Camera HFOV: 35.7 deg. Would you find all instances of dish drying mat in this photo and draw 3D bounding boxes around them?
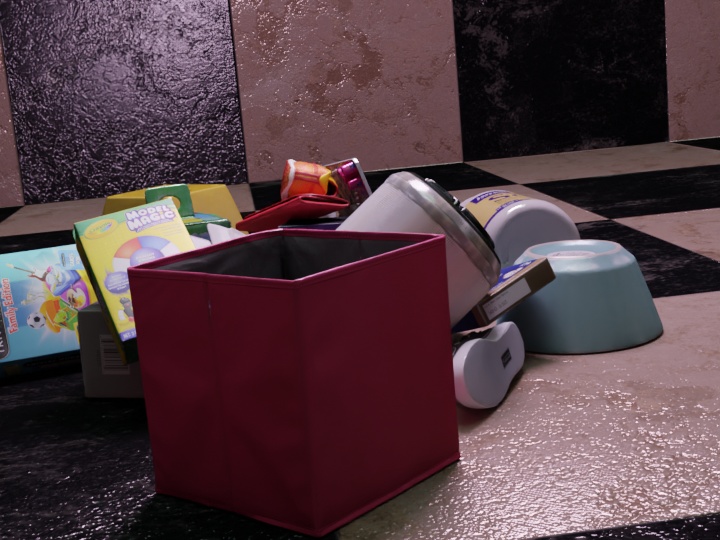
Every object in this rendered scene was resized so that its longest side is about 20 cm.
[{"bbox_3d":[-0.097,-0.078,1.530,0.077,0.018,0.200,5,-11,-30],"label":"dish drying mat"}]

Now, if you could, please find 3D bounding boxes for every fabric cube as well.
[{"bbox_3d":[-0.052,0.079,0.945,0.200,0.200,0.196,4,15,39],"label":"fabric cube"}]

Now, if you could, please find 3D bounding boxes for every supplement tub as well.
[{"bbox_3d":[0.207,-0.036,1.565,0.145,0.146,0.200,-7,11,-13],"label":"supplement tub"}]

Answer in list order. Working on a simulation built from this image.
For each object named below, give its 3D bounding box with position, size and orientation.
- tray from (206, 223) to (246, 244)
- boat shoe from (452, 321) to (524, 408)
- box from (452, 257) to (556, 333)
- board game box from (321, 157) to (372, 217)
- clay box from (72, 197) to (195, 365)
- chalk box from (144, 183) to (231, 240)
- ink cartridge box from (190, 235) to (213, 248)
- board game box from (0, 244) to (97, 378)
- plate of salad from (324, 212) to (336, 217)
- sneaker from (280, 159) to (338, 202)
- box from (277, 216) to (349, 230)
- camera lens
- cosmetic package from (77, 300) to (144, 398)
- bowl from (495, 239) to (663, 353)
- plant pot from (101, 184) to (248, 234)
[{"bbox_3d":[-0.117,0.012,1.317,0.107,0.022,0.200,28,21,-33],"label":"tray"},{"bbox_3d":[0.112,0.096,1.144,0.066,0.070,0.200,-14,8,24],"label":"boat shoe"},{"bbox_3d":[0.119,0.040,1.302,0.121,0.032,0.200,-31,5,-33],"label":"box"},{"bbox_3d":[-0.003,-0.059,1.606,0.026,0.200,0.200,-25,8,-13],"label":"board game box"},{"bbox_3d":[-0.234,-0.002,1.212,0.115,0.048,0.200,-17,56,-20],"label":"clay box"},{"bbox_3d":[-0.245,-0.013,1.505,0.125,0.200,0.124,-11,12,-26],"label":"chalk box"},{"bbox_3d":[-0.158,0.042,1.283,0.109,0.050,0.200,16,30,-51],"label":"ink cartridge box"},{"bbox_3d":[-0.393,0.047,1.404,0.200,0.151,0.047,-9,-27,-21],"label":"board game box"},{"bbox_3d":[-0.113,-0.023,1.624,0.200,0.048,0.200,-39,24,21],"label":"plate of salad"},{"bbox_3d":[-0.071,-0.107,1.569,0.077,0.073,0.200,13,-1,-2],"label":"sneaker"},{"bbox_3d":[0.000,0.000,1.482,0.200,0.141,0.079,-4,10,9],"label":"box"},{"bbox_3d":[0.035,0.009,1.173,0.200,0.160,0.160,-45,16,-3],"label":"camera lens"},{"bbox_3d":[-0.248,0.072,1.317,0.090,0.107,0.200,-1,10,11],"label":"cosmetic package"},{"bbox_3d":[0.259,0.024,1.344,0.200,0.105,0.201,-4,10,1],"label":"bowl"},{"bbox_3d":[-0.286,-0.037,1.714,0.200,0.177,0.200,3,13,35],"label":"plant pot"}]
